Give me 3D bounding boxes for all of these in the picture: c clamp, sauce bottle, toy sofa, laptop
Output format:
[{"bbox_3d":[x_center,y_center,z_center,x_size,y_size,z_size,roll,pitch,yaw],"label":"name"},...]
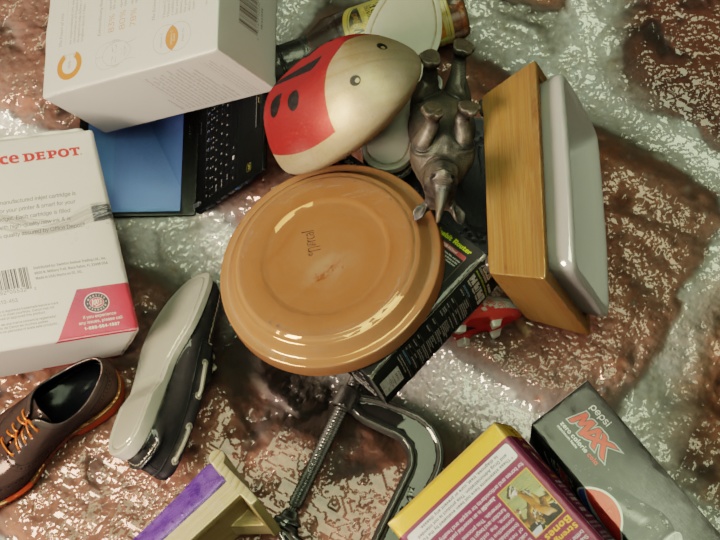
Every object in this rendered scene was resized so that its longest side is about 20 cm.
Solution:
[{"bbox_3d":[-0.017,0.179,1.593,0.170,0.027,0.201,20,72,3],"label":"c clamp"},{"bbox_3d":[0.005,-0.224,1.718,0.199,0.066,0.066,-21,70,-4],"label":"sauce bottle"},{"bbox_3d":[-0.176,0.244,1.531,0.200,0.083,0.098,-42,60,-9],"label":"toy sofa"},{"bbox_3d":[-0.178,-0.152,1.679,0.103,0.200,0.178,12,67,-31],"label":"laptop"}]

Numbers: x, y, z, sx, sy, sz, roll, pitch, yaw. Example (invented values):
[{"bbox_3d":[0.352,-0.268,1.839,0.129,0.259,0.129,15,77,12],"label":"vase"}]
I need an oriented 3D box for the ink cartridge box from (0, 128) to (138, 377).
[{"bbox_3d":[-0.299,-0.016,1.618,0.144,0.084,0.201,-9,73,-22],"label":"ink cartridge box"}]

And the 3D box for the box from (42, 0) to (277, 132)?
[{"bbox_3d":[-0.184,-0.218,1.642,0.199,0.097,0.125,-10,68,29],"label":"box"}]

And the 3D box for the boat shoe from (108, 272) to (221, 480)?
[{"bbox_3d":[-0.164,0.095,1.611,0.060,0.074,0.201,37,51,-26],"label":"boat shoe"}]

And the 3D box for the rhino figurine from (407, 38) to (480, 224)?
[{"bbox_3d":[0.071,-0.109,1.531,0.059,0.088,0.201,7,43,-4],"label":"rhino figurine"}]

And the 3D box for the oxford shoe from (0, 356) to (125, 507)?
[{"bbox_3d":[-0.303,0.144,1.594,0.200,0.073,0.071,-42,74,-11],"label":"oxford shoe"}]

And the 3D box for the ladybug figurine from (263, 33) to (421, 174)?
[{"bbox_3d":[-0.026,-0.151,1.556,0.072,0.200,0.136,43,60,-17],"label":"ladybug figurine"}]

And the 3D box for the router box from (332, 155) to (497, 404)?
[{"bbox_3d":[0.000,0.000,1.576,0.150,0.062,0.200,-46,59,-10],"label":"router box"}]

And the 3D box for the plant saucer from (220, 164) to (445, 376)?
[{"bbox_3d":[-0.027,-0.006,1.531,0.199,0.032,0.201,-8,59,12],"label":"plant saucer"}]

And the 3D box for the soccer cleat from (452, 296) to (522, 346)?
[{"bbox_3d":[0.048,0.025,1.623,0.199,0.069,0.086,-4,74,7],"label":"soccer cleat"}]

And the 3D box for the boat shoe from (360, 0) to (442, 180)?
[{"bbox_3d":[0.039,-0.173,1.654,0.074,0.062,0.201,2,70,5],"label":"boat shoe"}]

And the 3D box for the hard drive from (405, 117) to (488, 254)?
[{"bbox_3d":[0.110,-0.075,1.668,0.199,0.042,0.136,8,71,7],"label":"hard drive"}]

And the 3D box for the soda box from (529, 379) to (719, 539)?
[{"bbox_3d":[0.234,0.197,1.550,0.071,0.063,0.200,-37,72,-10],"label":"soda box"}]

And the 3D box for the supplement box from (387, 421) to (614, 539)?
[{"bbox_3d":[0.141,0.243,1.496,0.131,0.103,0.200,-42,76,5],"label":"supplement box"}]

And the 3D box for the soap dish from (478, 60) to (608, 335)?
[{"bbox_3d":[0.161,-0.059,1.560,0.081,0.157,0.201,-7,69,19],"label":"soap dish"}]
